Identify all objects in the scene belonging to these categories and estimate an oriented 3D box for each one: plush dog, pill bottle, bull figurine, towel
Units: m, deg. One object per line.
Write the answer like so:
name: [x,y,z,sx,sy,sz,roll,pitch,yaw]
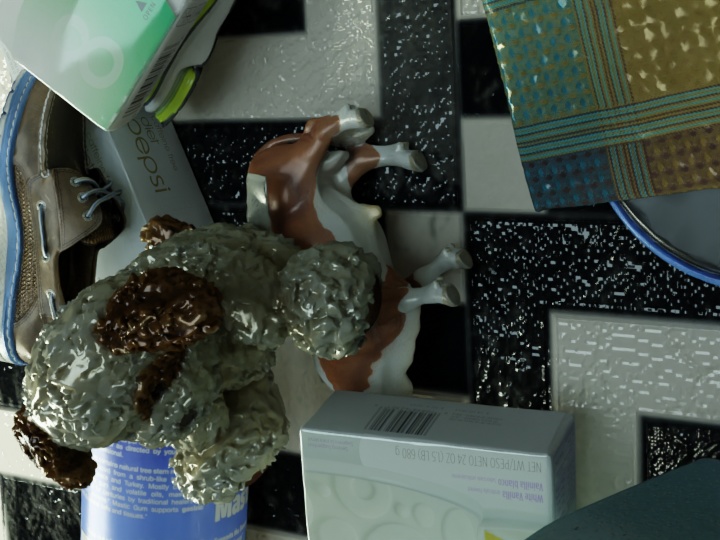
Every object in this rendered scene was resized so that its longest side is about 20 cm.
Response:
plush dog: [-0.109,0.038,0.748,0.160,0.172,0.200,46,122,14]
pill bottle: [-0.128,0.117,0.899,0.112,0.112,0.200,13,106,33]
bull figurine: [0.000,0.000,0.815,0.121,0.065,0.200,-31,83,31]
towel: [0.125,-0.133,0.660,0.146,0.022,0.200,-6,106,37]

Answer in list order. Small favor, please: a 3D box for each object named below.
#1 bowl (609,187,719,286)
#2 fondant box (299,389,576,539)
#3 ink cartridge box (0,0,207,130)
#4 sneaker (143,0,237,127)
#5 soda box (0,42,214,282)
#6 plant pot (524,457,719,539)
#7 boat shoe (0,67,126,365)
bowl: [0.199,-0.085,0.669,0.200,0.039,0.201,7,102,35]
fondant box: [0.048,0.175,0.780,0.144,0.058,0.200,3,111,21]
ink cartridge box: [-0.179,-0.205,0.796,0.200,0.050,0.161,37,116,0]
sneaker: [-0.113,-0.185,0.837,0.081,0.074,0.200,23,117,-12]
soda box: [-0.170,-0.089,0.921,0.068,0.064,0.200,-28,83,36]
plant pot: [0.147,0.217,0.623,0.196,0.200,0.196,10,107,63]
boat shoe: [-0.188,-0.035,0.869,0.072,0.072,0.200,10,102,16]
